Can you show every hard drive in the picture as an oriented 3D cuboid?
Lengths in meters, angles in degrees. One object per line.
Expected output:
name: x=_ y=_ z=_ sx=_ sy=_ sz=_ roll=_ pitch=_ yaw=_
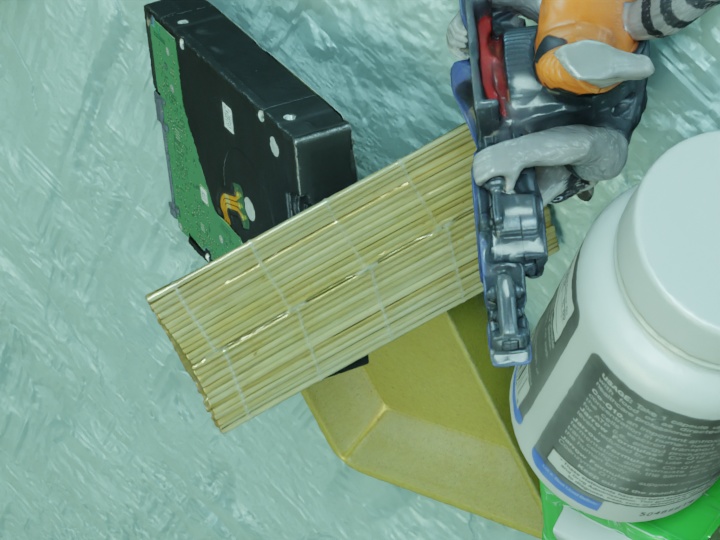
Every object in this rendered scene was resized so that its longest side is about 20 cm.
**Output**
hard drive: x=-0.055 y=-0.049 z=1.128 sx=0.200 sy=0.038 sz=0.141 roll=42 pitch=143 yaw=52

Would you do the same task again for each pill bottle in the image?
pill bottle: x=0.140 y=0.027 z=0.948 sx=0.114 sy=0.114 sz=0.200 roll=41 pitch=155 yaw=10

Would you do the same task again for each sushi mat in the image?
sushi mat: x=0.000 y=0.000 z=1.046 sx=0.012 sy=0.199 sz=0.096 roll=53 pitch=169 yaw=55

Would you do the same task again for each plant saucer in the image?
plant saucer: x=0.026 y=0.049 z=1.236 sx=0.199 sy=0.048 sz=0.201 roll=14 pitch=140 yaw=48

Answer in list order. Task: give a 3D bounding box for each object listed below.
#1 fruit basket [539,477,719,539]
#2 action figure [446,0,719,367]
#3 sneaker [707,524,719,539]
fruit basket: x=0.174 y=0.163 z=1.124 sx=0.184 sy=0.094 sz=0.201 roll=24 pitch=151 yaw=39
action figure: x=0.094 y=-0.065 z=0.874 sx=0.103 sy=0.202 sz=0.194 roll=-1 pitch=160 yaw=-6
sneaker: x=0.175 y=0.095 z=0.885 sx=0.090 sy=0.201 sz=0.067 roll=29 pitch=-166 yaw=-48
